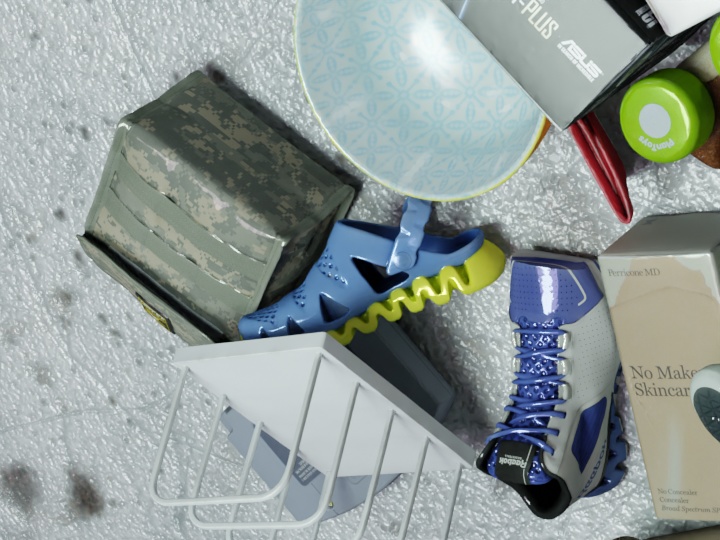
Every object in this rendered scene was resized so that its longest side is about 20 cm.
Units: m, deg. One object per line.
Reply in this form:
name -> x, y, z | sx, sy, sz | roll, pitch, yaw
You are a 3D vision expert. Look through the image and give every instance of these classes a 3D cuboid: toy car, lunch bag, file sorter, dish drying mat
toy car -> 0.287, -0.074, 1.425 | 0.158, 0.164, 0.200 | -39, 84, 41
lunch bag -> -0.122, -0.021, 1.777 | 0.164, 0.118, 0.200 | 38, 134, 13
file sorter -> -0.036, 0.149, 1.688 | 0.138, 0.125, 0.200 | -7, 148, 37
dish drying mat -> 0.155, -0.078, 1.515 | 0.018, 0.200, 0.077 | -28, 96, 7

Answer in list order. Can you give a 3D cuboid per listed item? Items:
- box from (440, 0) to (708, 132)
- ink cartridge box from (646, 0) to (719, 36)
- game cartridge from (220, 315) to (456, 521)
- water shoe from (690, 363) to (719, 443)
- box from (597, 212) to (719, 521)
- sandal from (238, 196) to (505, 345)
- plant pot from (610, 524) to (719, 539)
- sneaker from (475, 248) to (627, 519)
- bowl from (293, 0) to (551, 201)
box -> 0.135, -0.197, 1.450 | 0.164, 0.200, 0.086 | 49, 125, 5
ink cartridge box -> 0.227, -0.236, 1.371 | 0.128, 0.200, 0.126 | -28, 95, 40
game cartridge -> -0.016, 0.112, 1.821 | 0.133, 0.042, 0.200 | 47, 130, 1
water shoe -> 0.304, 0.102, 1.534 | 0.200, 0.079, 0.071 | 33, 158, -16
box -> 0.237, 0.066, 1.595 | 0.095, 0.078, 0.201 | -3, 111, 36
sandal -> 0.000, 0.000, 1.688 | 0.199, 0.080, 0.087 | -25, 103, 3
plant pot -> 0.262, 0.253, 1.618 | 0.173, 0.200, 0.200 | -31, 94, 24
sneaker -> 0.136, 0.094, 1.655 | 0.080, 0.115, 0.200 | 5, 115, 31
bowl -> 0.064, -0.159, 1.582 | 0.199, 0.108, 0.201 | 15, 121, 27
